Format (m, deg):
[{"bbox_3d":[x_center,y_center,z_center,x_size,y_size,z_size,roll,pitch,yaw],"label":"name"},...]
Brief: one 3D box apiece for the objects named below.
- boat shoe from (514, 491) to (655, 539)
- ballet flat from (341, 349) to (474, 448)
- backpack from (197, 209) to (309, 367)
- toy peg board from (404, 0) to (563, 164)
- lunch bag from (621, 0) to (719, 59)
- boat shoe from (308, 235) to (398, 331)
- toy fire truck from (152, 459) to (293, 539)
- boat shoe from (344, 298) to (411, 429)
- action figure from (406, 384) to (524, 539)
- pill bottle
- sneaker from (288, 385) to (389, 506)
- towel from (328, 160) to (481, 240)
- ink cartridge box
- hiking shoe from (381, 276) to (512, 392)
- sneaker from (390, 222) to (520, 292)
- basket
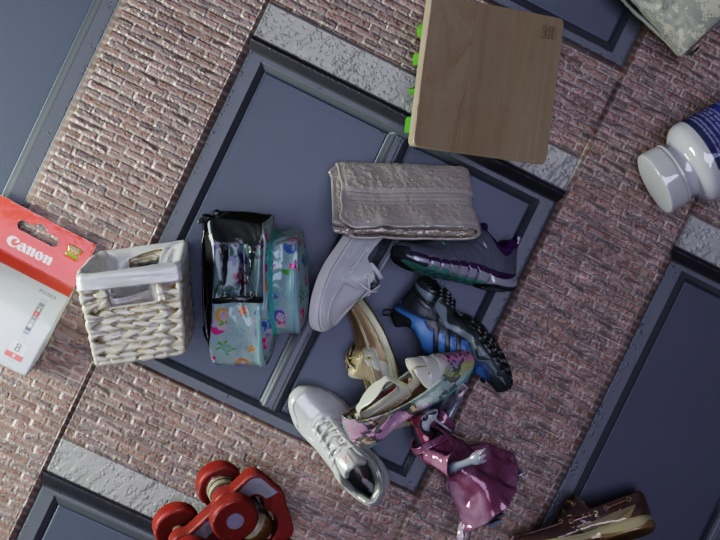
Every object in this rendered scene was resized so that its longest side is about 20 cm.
[{"bbox_3d":[0.312,0.356,1.776,0.200,0.072,0.072,-14,64,7],"label":"boat shoe"},{"bbox_3d":[0.061,0.159,1.671,0.200,0.069,0.071,-35,123,0],"label":"ballet flat"},{"bbox_3d":[-0.143,0.028,1.659,0.150,0.178,0.200,6,97,0],"label":"backpack"},{"bbox_3d":[0.157,-0.257,1.715,0.199,0.098,0.200,6,94,-20],"label":"toy peg board"},{"bbox_3d":[0.428,-0.407,1.691,0.200,0.139,0.168,43,107,-3],"label":"lunch bag"},{"bbox_3d":[0.000,0.000,1.692,0.068,0.072,0.200,18,62,29],"label":"boat shoe"},{"bbox_3d":[-0.179,0.371,1.724,0.200,0.112,0.168,-43,120,0],"label":"toy fire truck"},{"bbox_3d":[0.014,0.132,1.727,0.066,0.074,0.200,-23,95,-8],"label":"boat shoe"},{"bbox_3d":[0.127,0.258,1.734,0.200,0.134,0.149,38,117,-16],"label":"action figure"},{"bbox_3d":[0.490,-0.165,1.720,0.200,0.120,0.120,-28,95,-2],"label":"pill bottle"},{"bbox_3d":[-0.024,0.240,1.718,0.078,0.099,0.200,-40,96,-1],"label":"sneaker"},{"bbox_3d":[0.058,-0.097,1.696,0.200,0.133,0.035,0,137,-6],"label":"towel"},{"bbox_3d":[-0.475,0.020,1.695,0.162,0.050,0.200,28,95,-6],"label":"ink cartridge box"},{"bbox_3d":[0.128,0.101,1.744,0.087,0.074,0.200,-42,92,17],"label":"hiking shoe"},{"bbox_3d":[0.131,-0.030,1.718,0.200,0.074,0.088,14,81,-29],"label":"sneaker"},{"bbox_3d":[-0.287,0.040,1.640,0.135,0.200,0.124,-7,101,-3],"label":"basket"}]
